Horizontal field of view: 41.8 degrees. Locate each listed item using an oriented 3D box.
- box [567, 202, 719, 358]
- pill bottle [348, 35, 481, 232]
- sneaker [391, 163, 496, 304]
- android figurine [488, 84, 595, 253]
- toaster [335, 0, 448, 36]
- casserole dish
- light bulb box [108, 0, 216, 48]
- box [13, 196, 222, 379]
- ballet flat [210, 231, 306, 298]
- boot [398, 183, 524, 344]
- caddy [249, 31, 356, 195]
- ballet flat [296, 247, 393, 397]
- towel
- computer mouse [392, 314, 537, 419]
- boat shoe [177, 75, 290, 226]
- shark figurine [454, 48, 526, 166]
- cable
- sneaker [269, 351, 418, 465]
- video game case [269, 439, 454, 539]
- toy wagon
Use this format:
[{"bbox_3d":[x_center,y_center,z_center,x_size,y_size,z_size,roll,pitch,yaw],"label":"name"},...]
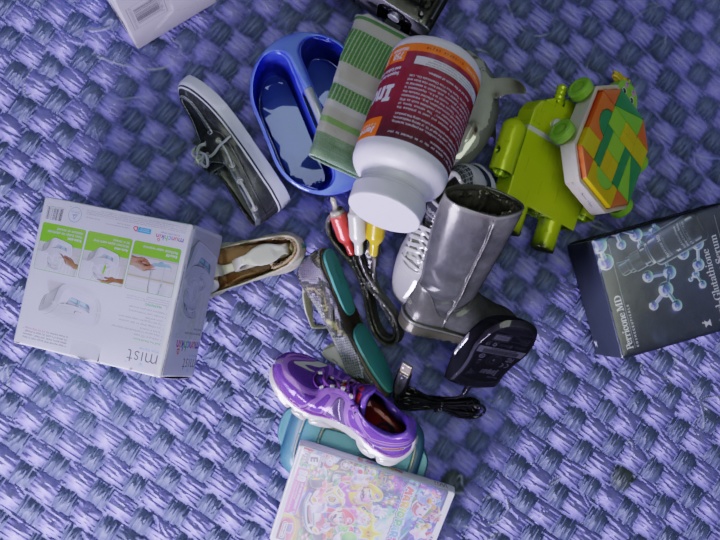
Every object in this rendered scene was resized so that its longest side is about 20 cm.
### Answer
[{"bbox_3d":[0.383,0.010,1.184,0.197,0.107,0.151,-16,89,-4],"label":"box"},{"bbox_3d":[0.058,-0.152,1.064,0.112,0.113,0.202,21,71,-3],"label":"pill bottle"},{"bbox_3d":[0.085,-0.043,1.148,0.076,0.080,0.202,35,112,20],"label":"sneaker"},{"bbox_3d":[0.238,-0.130,1.186,0.181,0.041,0.203,25,83,-30],"label":"android figurine"},{"bbox_3d":[0.049,-0.409,1.170,0.179,0.119,0.202,30,86,-3],"label":"toaster"},{"bbox_3d":[-0.008,0.224,1.182,0.197,0.039,0.123,19,87,-4],"label":"casserole dish"},{"bbox_3d":[-0.274,-0.403,1.108,0.124,0.198,0.202,-32,89,-7],"label":"light bulb box"},{"bbox_3d":[-0.285,0.021,1.113,0.197,0.097,0.179,10,87,15],"label":"box"},{"bbox_3d":[-0.164,-0.009,1.167,0.197,0.062,0.068,-19,89,-4],"label":"ballet flat"},{"bbox_3d":[0.146,-0.003,1.122,0.179,0.073,0.202,5,123,-24],"label":"boot"},{"bbox_3d":[-0.054,-0.189,1.160,0.140,0.105,0.202,-23,90,-4],"label":"caddy"},{"bbox_3d":[-0.025,0.073,1.180,0.071,0.072,0.203,-25,89,-5],"label":"ballet flat"},{"bbox_3d":[0.031,-0.196,1.136,0.151,0.023,0.203,23,71,-20],"label":"towel"},{"bbox_3d":[0.116,0.105,1.134,0.138,0.201,0.046,8,47,-17],"label":"computer mouse"},{"bbox_3d":[-0.172,-0.145,1.167,0.068,0.073,0.200,-39,100,-19],"label":"boat shoe"},{"bbox_3d":[0.140,-0.169,1.193,0.127,0.089,0.217,17,77,30],"label":"shark figurine"},{"bbox_3d":[0.000,0.000,1.171,0.096,0.050,0.203,1,104,30],"label":"cable"},{"bbox_3d":[-0.015,0.149,1.129,0.198,0.084,0.081,28,54,7],"label":"sneaker"},{"bbox_3d":[0.001,0.299,1.161,0.197,0.018,0.145,17,110,-3],"label":"video game case"},{"bbox_3d":[0.310,-0.171,1.182,0.155,0.039,0.202,42,62,-31],"label":"toy wagon"}]
